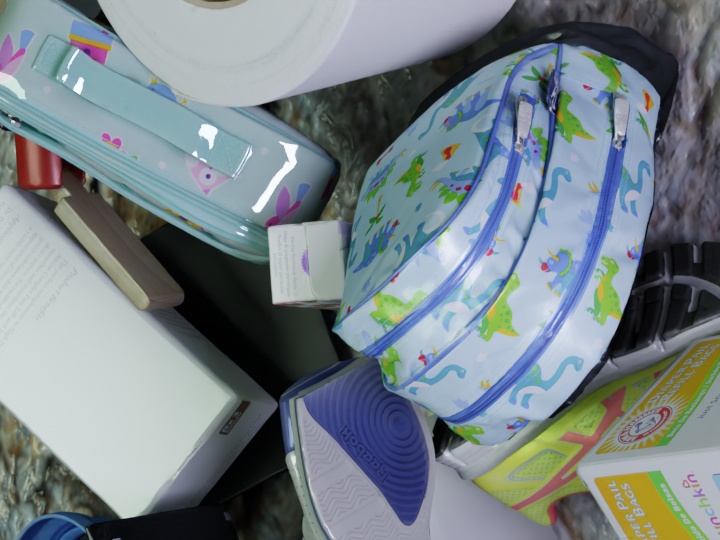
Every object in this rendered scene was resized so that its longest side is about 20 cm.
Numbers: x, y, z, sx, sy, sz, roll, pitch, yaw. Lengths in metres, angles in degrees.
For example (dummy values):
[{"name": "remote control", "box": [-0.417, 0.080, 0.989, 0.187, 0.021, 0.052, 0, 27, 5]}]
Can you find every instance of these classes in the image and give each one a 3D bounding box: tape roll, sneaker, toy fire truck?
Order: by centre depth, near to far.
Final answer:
[{"name": "tape roll", "box": [-0.027, -0.190, 1.174, 0.202, 0.139, 0.204, 14, 112, 39]}, {"name": "sneaker", "box": [0.133, 0.059, 1.178, 0.200, 0.090, 0.078, -32, 21, 32]}, {"name": "sneaker", "box": [-0.006, 0.150, 1.204, 0.115, 0.080, 0.200, -19, 92, 54]}, {"name": "toy fire truck", "box": [-0.129, -0.083, 1.415, 0.128, 0.175, 0.201, 4, 98, 51]}]

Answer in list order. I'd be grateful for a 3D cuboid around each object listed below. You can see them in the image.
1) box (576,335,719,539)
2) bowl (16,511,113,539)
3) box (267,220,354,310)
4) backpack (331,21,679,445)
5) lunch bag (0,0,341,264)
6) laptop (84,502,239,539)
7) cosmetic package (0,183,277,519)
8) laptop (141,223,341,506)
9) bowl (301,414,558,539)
[{"name": "box", "box": [0.208, 0.088, 1.018, 0.200, 0.101, 0.113, -13, 114, 51]}, {"name": "bowl", "box": [-0.175, 0.257, 1.584, 0.200, 0.039, 0.202, 11, 103, 54]}, {"name": "box", "box": [0.000, 0.000, 1.247, 0.038, 0.200, 0.042, -4, 86, 15]}, {"name": "backpack", "box": [0.065, -0.014, 1.139, 0.163, 0.153, 0.201, -33, 44, 39]}, {"name": "lunch bag", "box": [-0.110, -0.074, 1.259, 0.077, 0.199, 0.160, -62, 0, 2]}, {"name": "laptop", "box": [-0.093, 0.230, 1.334, 0.178, 0.103, 0.200, 68, 157, 13]}, {"name": "cosmetic package", "box": [-0.156, 0.050, 1.401, 0.200, 0.074, 0.102, 42, 97, 18]}, {"name": "laptop", "box": [-0.086, 0.070, 1.485, 0.200, 0.103, 0.178, 106, 147, -62]}, {"name": "bowl", "box": [0.027, 0.197, 1.307, 0.200, 0.074, 0.200, -55, 50, 39]}]
